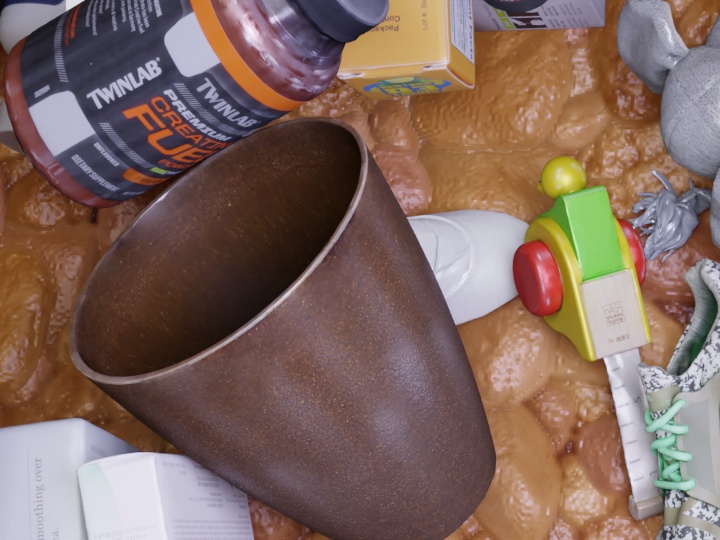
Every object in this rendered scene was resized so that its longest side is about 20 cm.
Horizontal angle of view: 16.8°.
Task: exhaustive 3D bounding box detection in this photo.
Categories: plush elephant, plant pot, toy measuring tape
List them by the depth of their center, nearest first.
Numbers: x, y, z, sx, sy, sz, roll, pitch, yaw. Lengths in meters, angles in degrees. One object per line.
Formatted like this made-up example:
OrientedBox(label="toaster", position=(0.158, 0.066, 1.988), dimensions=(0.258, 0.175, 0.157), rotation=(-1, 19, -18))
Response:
OrientedBox(label="plush elephant", position=(0.217, -0.085, 1.282), dimensions=(0.200, 0.155, 0.165), rotation=(-32, 70, 6))
OrientedBox(label="plant pot", position=(-0.020, 0.055, 1.287), dimensions=(0.187, 0.200, 0.187), rotation=(-28, 30, 18))
OrientedBox(label="toy measuring tape", position=(0.128, 0.036, 1.337), dimensions=(0.073, 0.074, 0.200), rotation=(-13, 94, 13))

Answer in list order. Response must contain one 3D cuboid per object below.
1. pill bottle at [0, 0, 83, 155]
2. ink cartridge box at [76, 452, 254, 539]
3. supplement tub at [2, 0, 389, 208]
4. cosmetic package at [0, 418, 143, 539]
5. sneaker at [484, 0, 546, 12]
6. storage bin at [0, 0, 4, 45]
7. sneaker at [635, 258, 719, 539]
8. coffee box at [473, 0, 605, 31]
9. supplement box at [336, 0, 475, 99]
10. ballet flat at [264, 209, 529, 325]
OrientedBox(label="pill bottle", position=(-0.145, -0.161, 1.426), dimensions=(0.119, 0.120, 0.200), rotation=(11, 79, 18))
OrientedBox(label="ink cartridge box", position=(-0.088, 0.197, 1.285), dimensions=(0.050, 0.161, 0.200), rotation=(-10, 82, 12))
OrientedBox(label="supplement tub", position=(-0.084, -0.117, 1.279), dimensions=(0.200, 0.107, 0.107), rotation=(-27, 69, 28))
OrientedBox(label="cosmetic package", position=(-0.210, 0.186, 1.332), dimensions=(0.200, 0.166, 0.168), rotation=(-8, 74, 13))
OrientedBox(label="sneaker", position=(0.097, -0.246, 1.298), dimensions=(0.067, 0.108, 0.202), rotation=(14, 81, 15))
OrientedBox(label="storage bin", position=(-0.263, -0.217, 1.445), dimensions=(0.134, 0.200, 0.146), rotation=(21, 82, 9))
OrientedBox(label="sneaker", position=(0.173, 0.083, 1.280), dimensions=(0.088, 0.077, 0.200), rotation=(26, 75, -19))
OrientedBox(label="coffee box", position=(0.038, -0.201, 1.404), dimensions=(0.200, 0.080, 0.115), rotation=(-1, 77, 16))
OrientedBox(label="supplement box", position=(0.022, -0.197, 1.330), dimensions=(0.066, 0.069, 0.201), rotation=(-3, 79, 16))
OrientedBox(label="ballet flat", position=(0.000, 0.000, 1.372), dimensions=(0.200, 0.069, 0.070), rotation=(-6, 75, 14))
